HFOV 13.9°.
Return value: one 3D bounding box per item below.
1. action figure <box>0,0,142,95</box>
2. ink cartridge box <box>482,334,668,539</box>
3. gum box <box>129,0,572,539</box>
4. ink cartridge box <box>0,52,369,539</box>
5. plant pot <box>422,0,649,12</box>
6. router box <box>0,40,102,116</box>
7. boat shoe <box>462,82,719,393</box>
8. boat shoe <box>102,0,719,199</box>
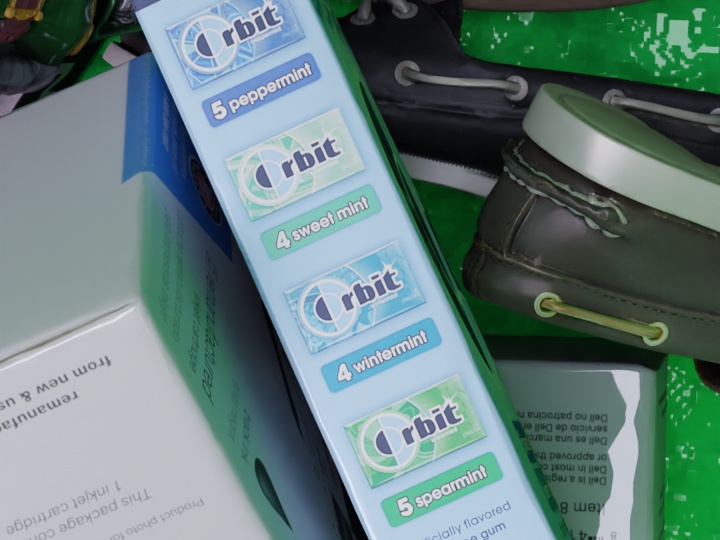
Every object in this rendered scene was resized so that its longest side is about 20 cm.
[{"bbox_3d":[-0.110,-0.077,0.772,0.055,0.200,0.118,27,106,23],"label":"action figure"},{"bbox_3d":[0.019,0.121,0.904,0.146,0.083,0.200,2,94,9],"label":"ink cartridge box"},{"bbox_3d":[0.000,0.000,0.773,0.045,0.170,0.200,-25,84,3],"label":"gum box"},{"bbox_3d":[-0.046,0.068,0.760,0.084,0.145,0.200,-23,116,8],"label":"ink cartridge box"},{"bbox_3d":[0.023,-0.185,0.838,0.200,0.200,0.175,9,78,9],"label":"plant pot"},{"bbox_3d":[-0.188,-0.061,0.939,0.157,0.052,0.200,35,100,6],"label":"router box"},{"bbox_3d":[0.112,0.008,0.843,0.060,0.200,0.072,-60,40,11],"label":"boat shoe"},{"bbox_3d":[0.023,-0.053,0.894,0.200,0.074,0.060,18,98,5],"label":"boat shoe"}]
